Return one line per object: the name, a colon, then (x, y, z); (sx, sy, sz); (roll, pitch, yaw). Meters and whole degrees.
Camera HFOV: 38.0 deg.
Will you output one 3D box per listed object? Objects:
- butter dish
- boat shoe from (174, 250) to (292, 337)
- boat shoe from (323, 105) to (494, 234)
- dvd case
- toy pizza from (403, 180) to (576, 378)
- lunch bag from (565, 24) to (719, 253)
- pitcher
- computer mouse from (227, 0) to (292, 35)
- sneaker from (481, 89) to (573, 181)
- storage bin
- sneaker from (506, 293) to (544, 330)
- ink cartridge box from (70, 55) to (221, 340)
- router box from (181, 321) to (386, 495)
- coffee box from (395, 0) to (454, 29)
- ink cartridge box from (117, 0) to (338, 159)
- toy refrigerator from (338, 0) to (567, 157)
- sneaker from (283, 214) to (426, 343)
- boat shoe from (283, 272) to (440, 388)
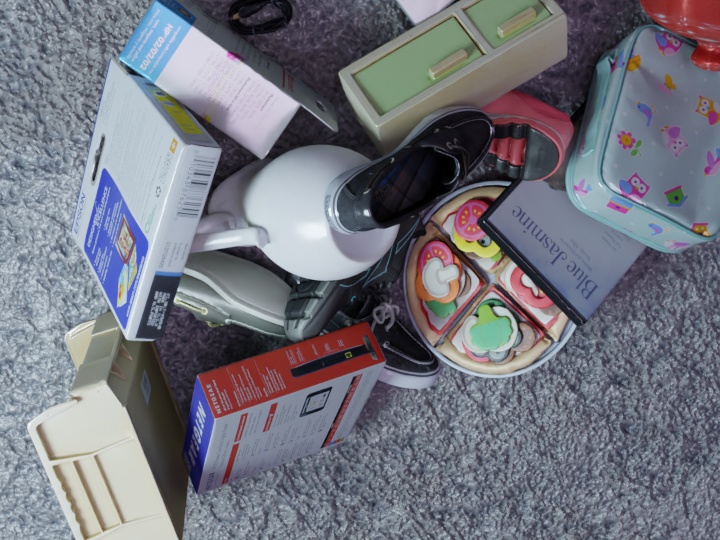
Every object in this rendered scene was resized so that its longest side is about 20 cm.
butter dish: (0.334, -0.256, 0.955); (0.198, 0.200, 0.149); (0, 118, -5)
boat shoe: (-0.152, 0.019, 1.070); (0.200, 0.072, 0.061); (26, 121, 6)
boat shoe: (0.058, -0.088, 0.893); (0.199, 0.066, 0.070); (-28, 113, -34)
dvd case: (0.223, -0.063, 1.030); (0.143, 0.018, 0.200); (45, 68, -2)
toy pizza: (0.131, 0.008, 1.063); (0.199, 0.032, 0.202); (-1, 88, 26)
lunch bag: (0.288, -0.131, 1.018); (0.159, 0.077, 0.201); (22, 70, -10)
pitcher: (-0.074, -0.046, 0.966); (0.171, 0.199, 0.122); (-29, 113, -31)
computer mouse: (-0.054, -0.265, 0.956); (0.199, 0.034, 0.059); (-26, 112, 38)
sneaker: (0.116, -0.148, 1.033); (0.199, 0.087, 0.074); (22, 132, 21)
storage bin: (-0.246, 0.168, 1.061); (0.093, 0.200, 0.200); (-16, 111, 1)
sneaker: (0.197, -0.037, 1.093); (0.075, 0.081, 0.202); (10, 94, 28)
ink cartridge box: (-0.208, -0.071, 0.983); (0.047, 0.200, 0.199); (4, 119, -32)
router box: (-0.082, 0.142, 1.053); (0.178, 0.049, 0.200); (-16, 154, -24)
coffee box: (0.096, -0.333, 0.965); (0.199, 0.080, 0.113); (-37, 107, 10)
ink cartridge box: (-0.120, -0.176, 0.988); (0.199, 0.115, 0.068); (34, 106, -15)
toy refrigerator: (0.086, -0.191, 0.961); (0.199, 0.076, 0.070); (-30, 152, -4)
sneaker: (0.000, 0.000, 1.045); (0.079, 0.075, 0.201); (44, 67, -22)
boat shoe: (0.006, 0.054, 1.107); (0.198, 0.074, 0.068); (31, 120, -5)
